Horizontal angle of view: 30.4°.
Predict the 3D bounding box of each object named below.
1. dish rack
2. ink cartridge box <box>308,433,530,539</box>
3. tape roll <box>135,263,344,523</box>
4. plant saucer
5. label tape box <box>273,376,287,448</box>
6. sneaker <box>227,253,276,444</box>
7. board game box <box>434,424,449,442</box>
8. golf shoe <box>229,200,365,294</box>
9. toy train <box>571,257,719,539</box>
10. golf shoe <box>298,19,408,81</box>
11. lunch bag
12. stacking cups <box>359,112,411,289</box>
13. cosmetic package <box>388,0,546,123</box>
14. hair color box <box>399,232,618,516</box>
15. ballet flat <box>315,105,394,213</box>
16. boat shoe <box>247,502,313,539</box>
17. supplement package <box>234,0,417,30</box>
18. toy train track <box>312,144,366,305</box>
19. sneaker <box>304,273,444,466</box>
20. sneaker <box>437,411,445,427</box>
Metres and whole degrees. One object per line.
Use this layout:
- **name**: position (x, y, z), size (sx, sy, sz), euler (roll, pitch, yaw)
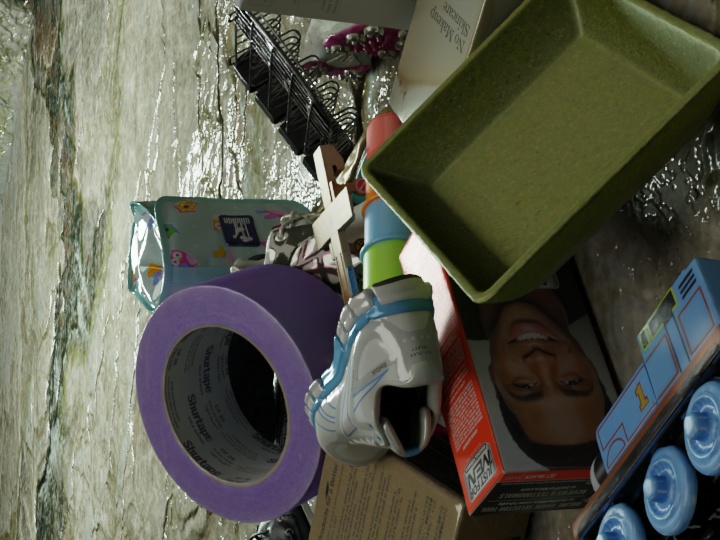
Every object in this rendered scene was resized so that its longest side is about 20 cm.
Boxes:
- **dish rack**: position (-0.056, -0.158, 1.144), size (0.154, 0.054, 0.200), euler (52, 171, 5)
- **ink cartridge box**: position (0.032, 0.228, 0.990), size (0.165, 0.075, 0.201), euler (28, 111, 51)
- **tape roll**: position (-0.087, 0.100, 1.099), size (0.199, 0.085, 0.201), euler (11, 109, 34)
- **plant saucer**: position (0.115, -0.081, 0.821), size (0.200, 0.048, 0.200), euler (-45, 34, 5)
- **label tape box**: position (-0.053, 0.121, 1.253), size (0.200, 0.063, 0.145), euler (-174, 87, -65)
- **sneaker**: position (-0.111, 0.075, 1.227), size (0.082, 0.070, 0.201), euler (31, 113, 60)
- **board game box**: position (0.023, 0.190, 1.121), size (0.200, 0.026, 0.201), euler (-169, 83, -66)
- **golf shoe**: position (-0.031, -0.020, 1.115), size (0.200, 0.088, 0.077), euler (-43, 4, 28)
- **toy train**: position (0.180, 0.091, 0.708), size (0.115, 0.086, 0.201), euler (-98, 22, -43)
- **golf shoe**: position (-0.002, -0.226, 1.165), size (0.200, 0.075, 0.092), euler (172, 103, -65)
- **lunch bag**: position (-0.136, -0.013, 1.320), size (0.200, 0.169, 0.123), euler (-163, 75, -70)
- **stacking cups**: position (0.022, -0.025, 0.973), size (0.061, 0.060, 0.201), euler (123, 151, -49)
- **cosmetic package**: position (0.092, -0.184, 0.945), size (0.104, 0.073, 0.201), euler (-122, 42, -52)
- **hair color box**: position (0.099, 0.055, 0.866), size (0.061, 0.101, 0.201), euler (119, 145, -49)
- **ballet flat**: position (0.005, -0.065, 1.161), size (0.063, 0.068, 0.200), euler (-78, 16, -45)
- **boat shoe**: position (-0.068, 0.253, 1.175), size (0.200, 0.066, 0.075), euler (65, 159, 7)
- **supplement package**: position (0.000, -0.263, 1.000), size (0.118, 0.199, 0.117), euler (-116, 37, -47)
- **toy train track**: position (0.000, 0.000, 1.031), size (0.115, 0.032, 0.201), euler (141, 119, -71)
- **sneaker**: position (0.013, 0.093, 0.871), size (0.200, 0.075, 0.087), euler (103, 152, -55)
- **sneaker**: position (0.067, 0.022, 0.985), size (0.115, 0.072, 0.201), euler (-66, 31, 34)
